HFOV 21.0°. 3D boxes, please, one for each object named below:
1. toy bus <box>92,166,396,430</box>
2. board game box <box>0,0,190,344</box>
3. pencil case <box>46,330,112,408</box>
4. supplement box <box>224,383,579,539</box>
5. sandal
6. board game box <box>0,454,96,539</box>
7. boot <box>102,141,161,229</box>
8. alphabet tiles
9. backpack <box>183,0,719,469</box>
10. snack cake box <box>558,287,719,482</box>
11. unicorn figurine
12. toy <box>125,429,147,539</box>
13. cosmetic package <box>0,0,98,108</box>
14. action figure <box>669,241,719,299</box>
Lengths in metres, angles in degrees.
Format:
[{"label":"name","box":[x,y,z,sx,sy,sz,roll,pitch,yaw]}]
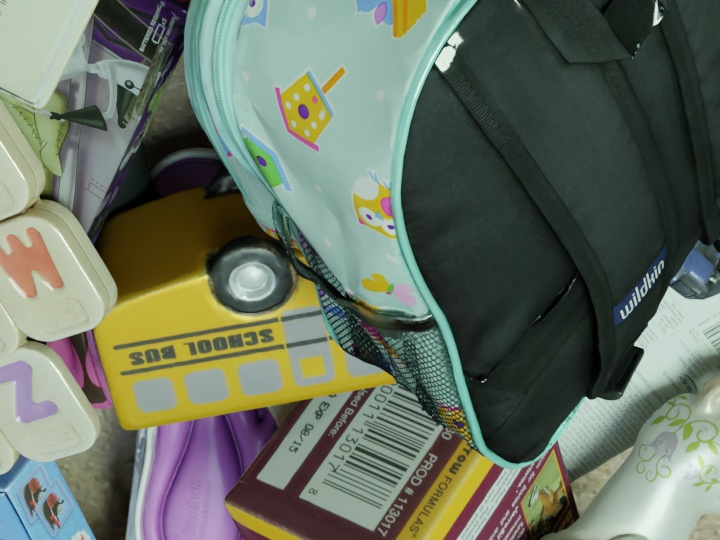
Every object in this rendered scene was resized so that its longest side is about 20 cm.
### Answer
[{"label":"toy bus","box":[0.000,0.000,0.730,0.199,0.065,0.078,-10,124,1]},{"label":"board game box","box":[-0.141,-0.052,0.687,0.120,0.032,0.200,32,130,1]},{"label":"pencil case","box":[-0.200,0.016,0.802,0.199,0.091,0.094,-5,154,-1]},{"label":"supplement box","box":[0.030,0.124,0.824,0.085,0.110,0.200,21,150,30]},{"label":"sandal","box":[-0.059,0.051,0.804,0.082,0.050,0.203,2,111,4]},{"label":"board game box","box":[-0.169,0.157,0.882,0.151,0.037,0.200,2,129,32]},{"label":"boot","box":[-0.096,-0.083,0.713,0.198,0.073,0.163,9,132,6]},{"label":"alphabet tiles","box":[-0.189,0.003,0.710,0.200,0.015,0.196,-17,114,28]},{"label":"backpack","box":[0.038,-0.065,0.591,0.176,0.153,0.200,-46,153,-12]},{"label":"snack cake box","box":[0.074,-0.018,0.805,0.115,0.067,0.200,-32,119,17]},{"label":"unicorn figurine","box":[0.115,0.119,0.803,0.137,0.074,0.200,36,79,-50]},{"label":"toy","box":[-0.045,0.085,0.875,0.115,0.047,0.201,6,116,-7]},{"label":"cosmetic package","box":[-0.083,-0.151,0.573,0.073,0.200,0.104,26,129,-10]},{"label":"action figure","box":[0.154,-0.044,0.758,0.194,0.200,0.104,49,151,-20]}]
